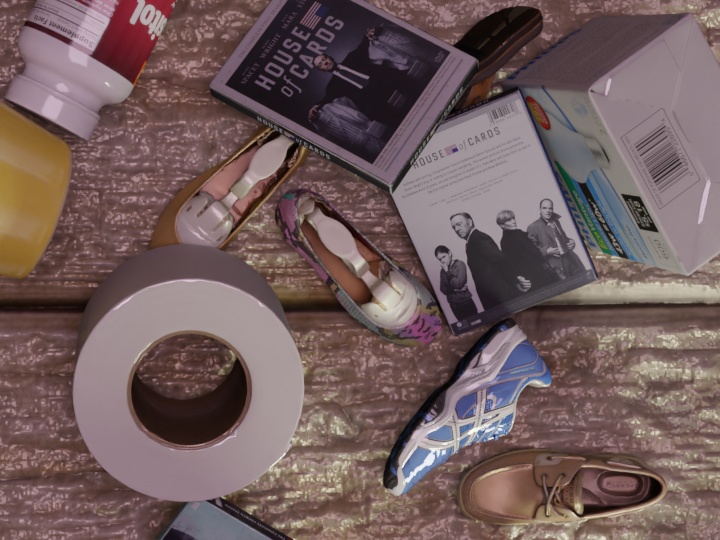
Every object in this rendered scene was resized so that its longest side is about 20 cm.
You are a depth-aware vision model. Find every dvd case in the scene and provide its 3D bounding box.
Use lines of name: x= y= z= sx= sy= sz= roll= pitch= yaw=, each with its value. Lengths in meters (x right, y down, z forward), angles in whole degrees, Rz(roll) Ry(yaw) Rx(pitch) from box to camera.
dvd case: x=-0.103 y=0.297 z=1.593 sx=0.199 sy=0.022 sz=0.146 roll=32 pitch=116 yaw=-13
dvd case: x=0.117 y=-0.053 z=1.619 sx=0.150 sy=0.025 sz=0.201 roll=-21 pitch=107 yaw=11
dvd case: x=-0.016 y=-0.176 z=1.579 sx=0.199 sy=0.025 sz=0.151 roll=29 pitch=72 yaw=16

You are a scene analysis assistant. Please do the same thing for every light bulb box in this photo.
light bulb box: x=0.254 y=-0.119 z=1.578 sx=0.125 sy=0.200 sz=0.199 roll=-34 pitch=105 yaw=-11

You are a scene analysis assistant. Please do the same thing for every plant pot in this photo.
plant pot: x=-0.362 y=-0.081 z=1.507 sx=0.188 sy=0.201 sz=0.202 roll=21 pitch=87 yaw=-24

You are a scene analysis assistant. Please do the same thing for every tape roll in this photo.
tape roll: x=-0.155 y=0.088 z=1.543 sx=0.201 sy=0.139 sz=0.204 roll=-2 pitch=104 yaw=-8

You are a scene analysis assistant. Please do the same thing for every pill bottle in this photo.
pill bottle: x=-0.237 y=-0.224 z=1.558 sx=0.113 sy=0.113 sz=0.201 roll=27 pitch=87 yaw=-9

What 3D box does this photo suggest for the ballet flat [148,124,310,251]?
ballet flat: x=-0.123 y=-0.072 z=1.603 sx=0.069 sy=0.063 sz=0.200 roll=42 pitch=85 yaw=-7

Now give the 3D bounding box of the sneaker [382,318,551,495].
sneaker: x=0.100 y=0.140 z=1.635 sx=0.077 sy=0.076 sz=0.200 roll=43 pitch=85 yaw=-3

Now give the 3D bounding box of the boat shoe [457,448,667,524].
boat shoe: x=0.193 y=0.206 z=1.657 sx=0.199 sy=0.065 sz=0.072 roll=-5 pitch=92 yaw=-9

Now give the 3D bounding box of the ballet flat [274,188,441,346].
ballet flat: x=0.000 y=0.000 z=1.620 sx=0.200 sy=0.071 sz=0.069 roll=44 pitch=83 yaw=-7

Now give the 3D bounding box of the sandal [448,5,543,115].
sandal: x=0.094 y=-0.181 z=1.642 sx=0.200 sy=0.082 sz=0.055 roll=-37 pitch=126 yaw=-16
